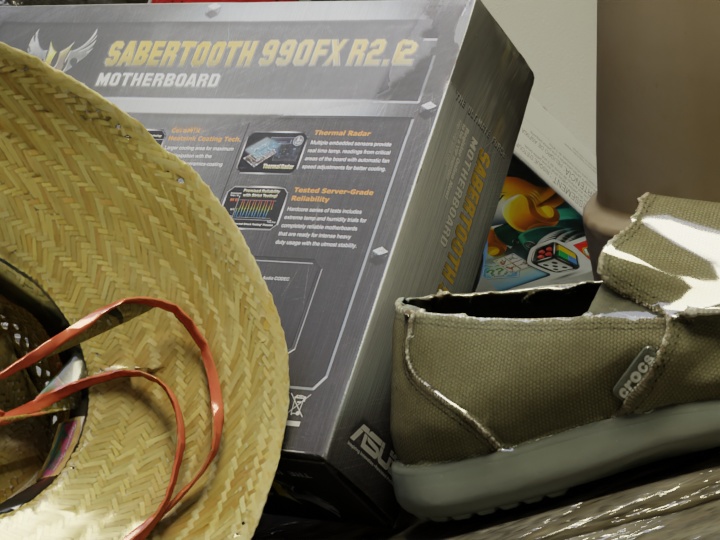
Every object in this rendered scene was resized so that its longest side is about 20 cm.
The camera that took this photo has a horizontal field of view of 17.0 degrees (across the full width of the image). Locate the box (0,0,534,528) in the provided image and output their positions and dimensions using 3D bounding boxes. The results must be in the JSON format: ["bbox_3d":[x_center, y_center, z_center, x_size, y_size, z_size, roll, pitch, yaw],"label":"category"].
[{"bbox_3d":[-0.059,-0.008,0.765,0.199,0.159,0.048,2,-28,32],"label":"box"}]

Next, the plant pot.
[{"bbox_3d":[0.162,-0.090,0.848,0.199,0.174,0.200,-14,12,3],"label":"plant pot"}]

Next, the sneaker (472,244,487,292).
[{"bbox_3d":[0.000,0.000,0.915,0.070,0.083,0.200,12,-5,13],"label":"sneaker"}]

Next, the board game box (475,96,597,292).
[{"bbox_3d":[0.002,-0.026,1.016,0.199,0.126,0.035,-20,43,41],"label":"board game box"}]

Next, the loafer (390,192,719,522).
[{"bbox_3d":[0.093,0.011,0.655,0.199,0.070,0.075,-18,2,15],"label":"loafer"}]

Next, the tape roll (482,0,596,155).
[{"bbox_3d":[0.072,-0.055,1.165,0.202,0.140,0.203,-18,-8,-3],"label":"tape roll"}]

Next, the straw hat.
[{"bbox_3d":[-0.127,0.036,0.682,0.200,0.202,0.085,-20,-10,-24],"label":"straw hat"}]

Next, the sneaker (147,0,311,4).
[{"bbox_3d":[-0.074,-0.029,0.863,0.071,0.201,0.112,19,14,10],"label":"sneaker"}]

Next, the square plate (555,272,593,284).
[{"bbox_3d":[0.063,0.030,0.996,0.197,0.029,0.200,-19,2,-9],"label":"square plate"}]
